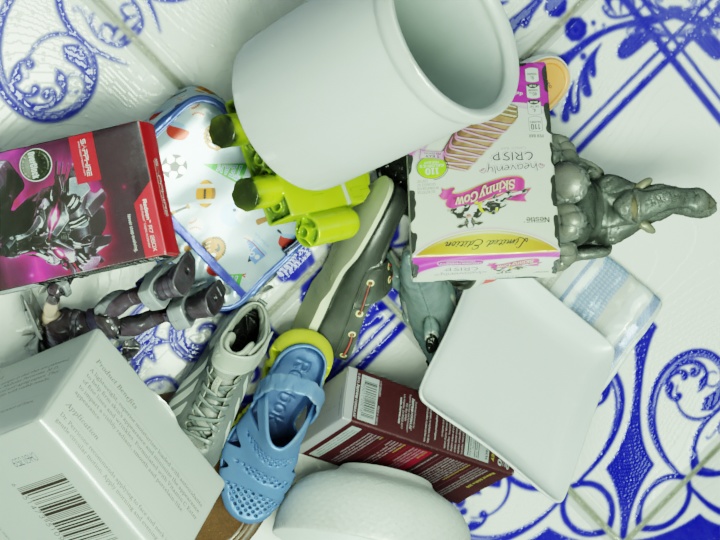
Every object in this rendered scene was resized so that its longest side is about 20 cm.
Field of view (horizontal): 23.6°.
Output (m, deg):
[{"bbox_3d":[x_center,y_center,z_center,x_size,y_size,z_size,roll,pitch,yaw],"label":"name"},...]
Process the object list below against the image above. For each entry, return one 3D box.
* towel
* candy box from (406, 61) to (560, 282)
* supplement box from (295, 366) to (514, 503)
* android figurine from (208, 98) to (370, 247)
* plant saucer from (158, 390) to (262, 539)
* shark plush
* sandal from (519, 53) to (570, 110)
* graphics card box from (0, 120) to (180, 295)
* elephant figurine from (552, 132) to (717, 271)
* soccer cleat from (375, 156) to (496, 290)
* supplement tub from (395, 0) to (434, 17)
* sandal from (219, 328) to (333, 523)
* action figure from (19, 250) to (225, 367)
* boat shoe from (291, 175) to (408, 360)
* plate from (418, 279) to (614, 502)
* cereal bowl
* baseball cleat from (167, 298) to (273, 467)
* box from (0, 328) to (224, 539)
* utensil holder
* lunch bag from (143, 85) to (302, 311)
[{"bbox_3d":[0.211,0.040,1.804,0.200,0.024,0.147,36,91,-24],"label":"towel"},{"bbox_3d":[0.110,-0.092,1.595,0.136,0.061,0.200,-3,66,1],"label":"candy box"},{"bbox_3d":[0.045,0.168,1.733,0.200,0.109,0.061,21,57,-23],"label":"supplement box"},{"bbox_3d":[-0.055,-0.110,1.603,0.200,0.041,0.182,-12,81,-52],"label":"android figurine"},{"bbox_3d":[-0.176,0.219,1.718,0.200,0.034,0.200,-5,107,-18],"label":"plant saucer"},{"bbox_3d":[0.061,0.052,1.725,0.091,0.083,0.200,0,118,-1],"label":"shark plush"},{"bbox_3d":[0.130,-0.141,1.704,0.207,0.059,0.079,-41,113,-4],"label":"sandal"},{"bbox_3d":[-0.273,-0.053,1.545,0.200,0.051,0.126,-12,88,7],"label":"graphics card box"},{"bbox_3d":[0.225,-0.059,1.719,0.200,0.155,0.142,0,127,-48],"label":"elephant figurine"},{"bbox_3d":[0.080,-0.069,1.665,0.073,0.200,0.068,-15,151,-35],"label":"soccer cleat"},{"bbox_3d":[0.020,-0.318,1.578,0.200,0.132,0.132,33,93,-24],"label":"supplement tub"},{"bbox_3d":[-0.085,0.156,1.658,0.079,0.087,0.200,16,105,-9],"label":"sandal"},{"bbox_3d":[-0.230,0.045,1.608,0.200,0.069,0.130,-19,126,20],"label":"action figure"},{"bbox_3d":[0.000,-0.001,1.680,0.063,0.074,0.201,19,115,-17],"label":"boat shoe"},{"bbox_3d":[0.155,0.104,1.731,0.200,0.032,0.200,38,56,-21],"label":"plate"},{"bbox_3d":[0.016,0.243,1.715,0.200,0.200,0.083,19,71,-23],"label":"cereal bowl"},{"bbox_3d":[-0.143,0.114,1.639,0.070,0.106,0.200,23,73,-3],"label":"baseball cleat"},{"bbox_3d":[-0.271,0.188,1.569,0.200,0.131,0.199,-22,115,34],"label":"box"},{"bbox_3d":[0.011,-0.175,1.517,0.170,0.200,0.170,25,53,-39],"label":"utensil holder"},{"bbox_3d":[-0.143,-0.062,1.628,0.160,0.076,0.200,-42,113,-1],"label":"lunch bag"}]
